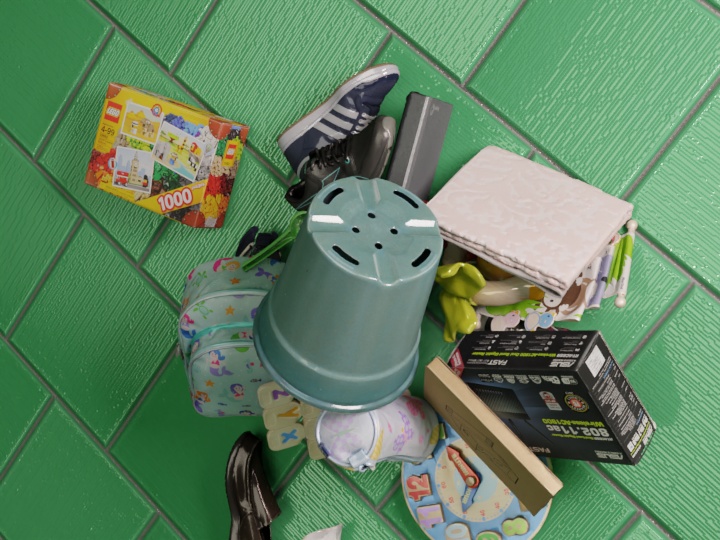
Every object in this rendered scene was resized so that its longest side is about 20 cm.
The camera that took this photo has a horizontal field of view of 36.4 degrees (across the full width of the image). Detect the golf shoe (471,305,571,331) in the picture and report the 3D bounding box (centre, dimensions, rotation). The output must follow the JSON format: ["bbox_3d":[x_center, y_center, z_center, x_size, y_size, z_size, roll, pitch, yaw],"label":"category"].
[{"bbox_3d":[0.190,0.072,1.326,0.199,0.088,0.078,29,102,22],"label":"golf shoe"}]

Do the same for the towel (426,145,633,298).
[{"bbox_3d":[0.192,-0.064,1.276,0.199,0.191,0.032,27,135,21],"label":"towel"}]

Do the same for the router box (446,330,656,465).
[{"bbox_3d":[0.211,0.142,1.237,0.199,0.062,0.150,-4,130,49],"label":"router box"}]

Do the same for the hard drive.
[{"bbox_3d":[0.062,-0.115,1.348,0.033,0.139,0.203,17,99,15],"label":"hard drive"}]

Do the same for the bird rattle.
[{"bbox_3d":[0.146,-0.009,1.313,0.161,0.201,0.114,-1,126,9],"label":"bird rattle"}]

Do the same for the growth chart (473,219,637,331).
[{"bbox_3d":[0.229,0.011,1.302,0.198,0.018,0.146,-8,48,25],"label":"growth chart"}]

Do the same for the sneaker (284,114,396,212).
[{"bbox_3d":[-0.025,-0.120,1.329,0.079,0.076,0.200,26,135,-14],"label":"sneaker"}]

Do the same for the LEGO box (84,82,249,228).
[{"bbox_3d":[-0.271,-0.161,1.535,0.198,0.077,0.151,21,100,23],"label":"LEGO box"}]

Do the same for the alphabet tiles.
[{"bbox_3d":[-0.031,0.158,1.381,0.193,0.202,0.015,-16,41,-10],"label":"alphabet tiles"}]

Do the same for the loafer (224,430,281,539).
[{"bbox_3d":[-0.140,0.320,1.502,0.070,0.073,0.203,1,97,15],"label":"loafer"}]

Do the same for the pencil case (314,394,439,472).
[{"bbox_3d":[0.026,0.191,1.311,0.083,0.200,0.091,-47,68,13],"label":"pencil case"}]

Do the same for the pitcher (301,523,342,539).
[{"bbox_3d":[-0.042,0.462,1.441,0.172,0.120,0.201,-47,61,40],"label":"pitcher"}]

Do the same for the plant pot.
[{"bbox_3d":[-0.006,0.017,1.200,0.200,0.200,0.197,39,140,18],"label":"plant pot"}]

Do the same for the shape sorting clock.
[{"bbox_3d":[0.144,0.262,1.379,0.198,0.039,0.203,1,93,25],"label":"shape sorting clock"}]

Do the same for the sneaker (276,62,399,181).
[{"bbox_3d":[-0.012,-0.174,1.419,0.199,0.070,0.109,-33,75,28],"label":"sneaker"}]

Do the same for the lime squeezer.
[{"bbox_3d":[-0.052,-0.053,1.326,0.198,0.071,0.038,-15,109,21],"label":"lime squeezer"}]

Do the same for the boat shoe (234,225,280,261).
[{"bbox_3d":[-0.156,0.032,1.502,0.201,0.074,0.093,-57,25,35],"label":"boat shoe"}]

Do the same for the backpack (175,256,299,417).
[{"bbox_3d":[-0.146,0.085,1.394,0.175,0.151,0.202,-1,126,1],"label":"backpack"}]

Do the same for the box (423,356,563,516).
[{"bbox_3d":[0.149,0.197,1.282,0.021,0.164,0.200,-41,74,-13],"label":"box"}]
